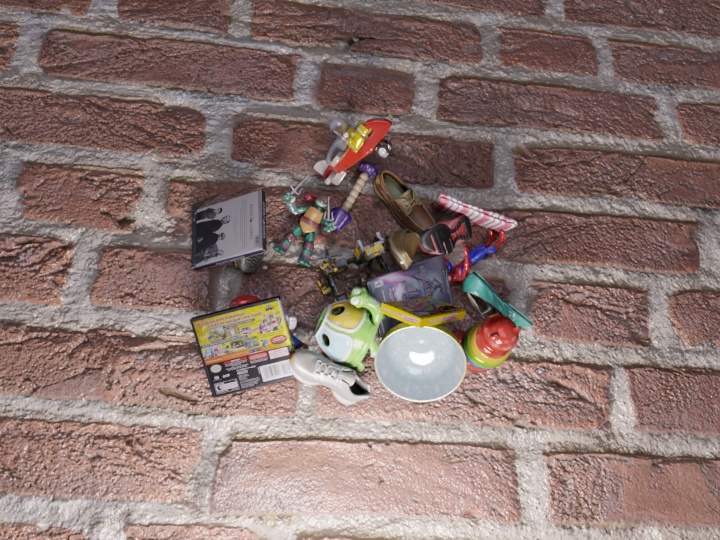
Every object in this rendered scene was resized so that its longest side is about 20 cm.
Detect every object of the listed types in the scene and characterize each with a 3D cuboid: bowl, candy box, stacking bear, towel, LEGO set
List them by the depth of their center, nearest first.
[{"bbox_3d":[0.139,0.089,1.269,0.102,0.200,0.027,18,102,35],"label":"candy box"},{"bbox_3d":[0.289,0.156,1.299,0.121,0.200,0.114,-11,72,-11],"label":"stacking bear"},{"bbox_3d":[0.135,0.183,1.308,0.199,0.201,0.108,18,26,-1],"label":"bowl"},{"bbox_3d":[0.000,0.000,1.363,0.199,0.116,0.154,-15,73,-12],"label":"LEGO set"},{"bbox_3d":[0.279,-0.143,1.436,0.199,0.146,0.030,20,90,0],"label":"towel"}]

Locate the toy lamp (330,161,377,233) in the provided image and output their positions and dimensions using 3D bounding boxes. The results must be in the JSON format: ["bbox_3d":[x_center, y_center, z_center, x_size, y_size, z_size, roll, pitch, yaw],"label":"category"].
[{"bbox_3d":[-0.023,-0.182,1.461,0.058,0.058,0.200,26,67,2],"label":"toy lamp"}]

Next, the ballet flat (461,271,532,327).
[{"bbox_3d":[0.320,0.088,1.401,0.200,0.067,0.070,40,91,-5],"label":"ballet flat"}]

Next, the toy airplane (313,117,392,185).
[{"bbox_3d":[-0.037,-0.303,1.426,0.199,0.200,0.141,-41,107,-22],"label":"toy airplane"}]

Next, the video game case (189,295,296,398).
[{"bbox_3d":[-0.246,0.165,1.259,0.199,0.026,0.181,-14,98,3],"label":"video game case"}]

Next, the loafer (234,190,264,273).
[{"bbox_3d":[-0.274,-0.089,1.395,0.069,0.075,0.201,-8,70,28],"label":"loafer"}]

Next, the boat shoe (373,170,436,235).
[{"bbox_3d":[0.109,-0.171,1.463,0.200,0.074,0.076,44,71,9],"label":"boat shoe"}]

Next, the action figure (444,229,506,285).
[{"bbox_3d":[0.262,-0.049,1.433,0.200,0.065,0.099,-44,114,-19],"label":"action figure"}]

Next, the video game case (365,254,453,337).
[{"bbox_3d":[0.118,0.058,1.367,0.199,0.019,0.143,-20,109,-15],"label":"video game case"}]

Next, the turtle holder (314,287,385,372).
[{"bbox_3d":[-0.022,0.128,1.273,0.131,0.186,0.141,24,67,-8],"label":"turtle holder"}]

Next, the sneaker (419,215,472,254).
[{"bbox_3d":[0.189,-0.076,1.400,0.200,0.087,0.074,-21,96,-48],"label":"sneaker"}]

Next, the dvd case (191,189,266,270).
[{"bbox_3d":[-0.307,-0.093,1.355,0.199,0.025,0.151,-13,69,22],"label":"dvd case"}]

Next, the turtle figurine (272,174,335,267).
[{"bbox_3d":[-0.122,-0.117,1.402,0.149,0.101,0.201,24,84,19],"label":"turtle figurine"}]

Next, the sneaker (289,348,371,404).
[{"bbox_3d":[-0.058,0.221,1.252,0.200,0.092,0.076,33,59,-26],"label":"sneaker"}]

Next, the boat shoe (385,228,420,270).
[{"bbox_3d":[0.105,-0.062,1.359,0.076,0.200,0.072,-27,110,6],"label":"boat shoe"}]

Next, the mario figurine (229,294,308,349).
[{"bbox_3d":[-0.215,0.136,1.292,0.200,0.106,0.123,41,60,5],"label":"mario figurine"}]
